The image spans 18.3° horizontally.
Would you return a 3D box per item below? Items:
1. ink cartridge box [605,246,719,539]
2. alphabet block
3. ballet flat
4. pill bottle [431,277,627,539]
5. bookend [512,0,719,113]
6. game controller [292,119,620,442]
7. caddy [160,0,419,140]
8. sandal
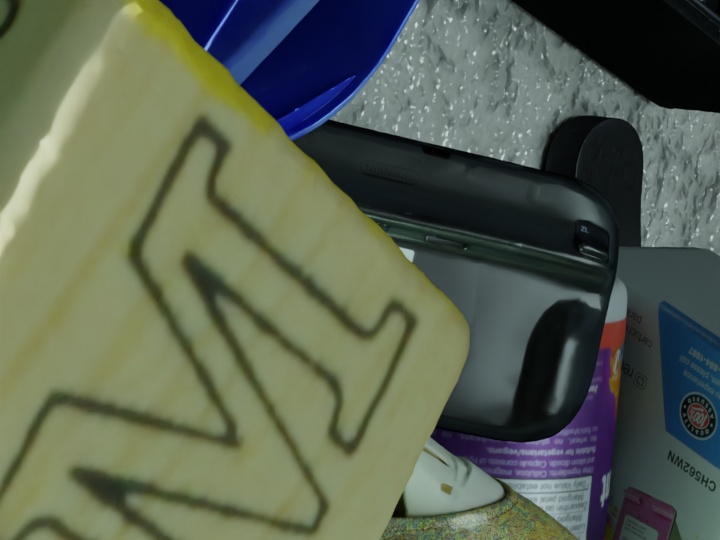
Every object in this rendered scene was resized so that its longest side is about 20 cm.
[{"bbox_3d":[0.138,0.108,0.976,0.084,0.144,0.201,-1,112,-32],"label":"ink cartridge box"},{"bbox_3d":[-0.119,0.042,0.657,0.196,0.195,0.201,46,65,-43],"label":"alphabet block"},{"bbox_3d":[-0.007,0.087,0.833,0.199,0.071,0.071,2,99,-8],"label":"ballet flat"},{"bbox_3d":[0.048,0.097,0.935,0.111,0.111,0.201,-4,101,-49],"label":"pill bottle"},{"bbox_3d":[0.150,-0.196,1.006,0.198,0.092,0.201,27,76,-49],"label":"bookend"},{"bbox_3d":[0.000,0.000,0.840,0.199,0.042,0.105,13,98,-12],"label":"game controller"},{"bbox_3d":[-0.026,-0.138,0.766,0.141,0.105,0.201,31,91,-49],"label":"caddy"},{"bbox_3d":[0.114,0.030,1.051,0.076,0.043,0.202,-19,113,-46],"label":"sandal"}]
